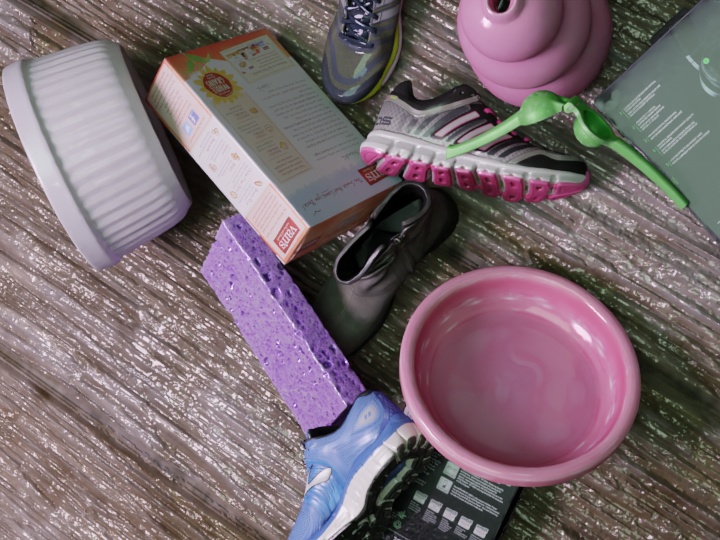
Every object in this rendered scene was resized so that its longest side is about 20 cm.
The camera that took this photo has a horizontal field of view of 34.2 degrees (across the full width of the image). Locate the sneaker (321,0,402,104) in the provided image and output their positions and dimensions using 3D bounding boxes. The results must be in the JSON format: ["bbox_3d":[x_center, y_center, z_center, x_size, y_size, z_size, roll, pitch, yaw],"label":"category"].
[{"bbox_3d":[0.005,-0.247,1.037,0.073,0.081,0.202,18,97,18],"label":"sneaker"}]

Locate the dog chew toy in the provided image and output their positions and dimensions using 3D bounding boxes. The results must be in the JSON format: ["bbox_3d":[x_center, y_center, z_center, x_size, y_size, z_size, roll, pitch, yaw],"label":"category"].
[{"bbox_3d":[0.132,-0.197,0.932,0.123,0.200,0.126,1,92,19],"label":"dog chew toy"}]

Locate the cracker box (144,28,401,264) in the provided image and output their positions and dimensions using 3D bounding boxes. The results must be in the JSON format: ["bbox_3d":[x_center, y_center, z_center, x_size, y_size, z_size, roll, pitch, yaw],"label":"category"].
[{"bbox_3d":[-0.076,-0.114,1.039,0.200,0.134,0.058,49,133,12],"label":"cracker box"}]

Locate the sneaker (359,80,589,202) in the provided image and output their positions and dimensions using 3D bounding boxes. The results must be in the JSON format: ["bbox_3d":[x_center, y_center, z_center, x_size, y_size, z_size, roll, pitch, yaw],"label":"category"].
[{"bbox_3d":[0.103,-0.116,1.010,0.198,0.074,0.088,12,79,9],"label":"sneaker"}]

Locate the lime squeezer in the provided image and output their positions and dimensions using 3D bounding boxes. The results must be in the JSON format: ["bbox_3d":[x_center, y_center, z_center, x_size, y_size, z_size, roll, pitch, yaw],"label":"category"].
[{"bbox_3d":[0.162,-0.101,0.917,0.198,0.038,0.071,14,102,20],"label":"lime squeezer"}]

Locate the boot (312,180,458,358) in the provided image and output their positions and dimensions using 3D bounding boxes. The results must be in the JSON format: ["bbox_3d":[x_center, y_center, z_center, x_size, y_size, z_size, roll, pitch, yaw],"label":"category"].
[{"bbox_3d":[0.000,0.000,1.020,0.068,0.131,0.200,42,104,13],"label":"boot"}]

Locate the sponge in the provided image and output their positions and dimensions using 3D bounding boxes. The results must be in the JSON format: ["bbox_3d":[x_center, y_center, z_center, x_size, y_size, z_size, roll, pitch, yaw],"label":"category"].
[{"bbox_3d":[-0.073,0.054,1.066,0.201,0.030,0.112,56,151,10],"label":"sponge"}]

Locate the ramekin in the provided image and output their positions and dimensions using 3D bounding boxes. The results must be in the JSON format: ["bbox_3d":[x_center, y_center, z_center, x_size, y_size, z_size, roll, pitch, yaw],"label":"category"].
[{"bbox_3d":[-0.232,-0.113,1.066,0.104,0.200,0.201,-25,83,-3],"label":"ramekin"}]

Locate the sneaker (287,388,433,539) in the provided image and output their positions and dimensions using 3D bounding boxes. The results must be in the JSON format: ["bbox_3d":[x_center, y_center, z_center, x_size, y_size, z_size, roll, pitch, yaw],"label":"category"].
[{"bbox_3d":[-0.014,0.182,1.011,0.089,0.078,0.201,53,124,33],"label":"sneaker"}]

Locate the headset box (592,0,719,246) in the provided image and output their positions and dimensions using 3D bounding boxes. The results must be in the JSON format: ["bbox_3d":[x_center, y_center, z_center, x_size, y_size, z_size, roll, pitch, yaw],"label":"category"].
[{"bbox_3d":[0.308,-0.126,0.930,0.174,0.093,0.200,-44,78,16],"label":"headset box"}]

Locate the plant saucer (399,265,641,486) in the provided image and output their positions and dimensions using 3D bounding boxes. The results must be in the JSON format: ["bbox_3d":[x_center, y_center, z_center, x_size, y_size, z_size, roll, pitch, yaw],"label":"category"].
[{"bbox_3d":[0.130,0.091,0.976,0.198,0.051,0.202,2,55,-3],"label":"plant saucer"}]

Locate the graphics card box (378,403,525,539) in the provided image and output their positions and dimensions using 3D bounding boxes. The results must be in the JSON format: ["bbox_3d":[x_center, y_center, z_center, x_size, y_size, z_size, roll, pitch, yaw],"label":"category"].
[{"bbox_3d":[0.079,0.188,1.041,0.125,0.051,0.201,25,99,17],"label":"graphics card box"}]
